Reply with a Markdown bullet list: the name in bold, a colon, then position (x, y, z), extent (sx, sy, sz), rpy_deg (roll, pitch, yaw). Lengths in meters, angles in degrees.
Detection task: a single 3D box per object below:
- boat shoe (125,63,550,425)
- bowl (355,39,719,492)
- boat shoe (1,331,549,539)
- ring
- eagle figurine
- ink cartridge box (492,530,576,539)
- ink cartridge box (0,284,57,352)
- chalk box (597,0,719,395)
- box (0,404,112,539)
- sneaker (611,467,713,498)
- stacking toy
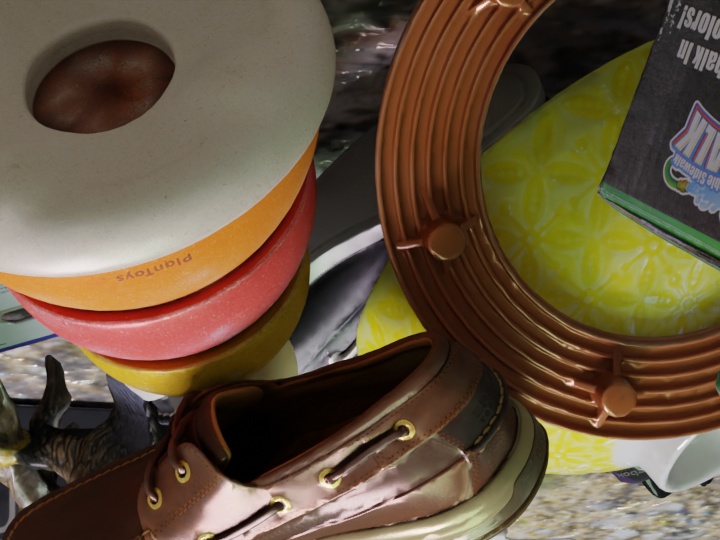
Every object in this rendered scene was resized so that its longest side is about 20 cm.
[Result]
- **boat shoe**: position (0.000, 0.000, 0.852), extent (0.200, 0.074, 0.060), rpy_deg (-38, 115, 12)
- **bowl**: position (0.109, 0.016, 0.824), extent (0.200, 0.108, 0.200), rpy_deg (-30, 157, -15)
- **boat shoe**: position (-0.040, 0.066, 0.744), extent (0.200, 0.072, 0.068), rpy_deg (-18, 126, 23)
- **ring**: position (0.103, -0.039, 0.730), extent (0.200, 0.201, 0.019), rpy_deg (3, -165, -14)
- **eagle figurine**: position (-0.091, 0.110, 0.963), extent (0.200, 0.151, 0.152), rpy_deg (13, -164, 43)
- **ink cartridge box**: position (0.006, 0.131, 1.220), extent (0.200, 0.067, 0.117), rpy_deg (4, 154, -15)
- **ink cartridge box**: position (-0.163, -0.024, 0.877), extent (0.199, 0.041, 0.200), rpy_deg (-15, 154, 23)
- **chalk box**: position (0.165, -0.043, 0.656), extent (0.124, 0.200, 0.125), rpy_deg (11, -166, -31)
- **box**: position (-0.196, 0.153, 1.194), extent (0.122, 0.106, 0.200), rpy_deg (3, 155, -16)
- **sneaker**: position (0.123, 0.047, 1.023), extent (0.076, 0.088, 0.200), rpy_deg (-16, 153, 25)
- **stacking toy**: position (-0.066, -0.005, 0.755), extent (0.146, 0.146, 0.200), rpy_deg (-7, 140, 7)
